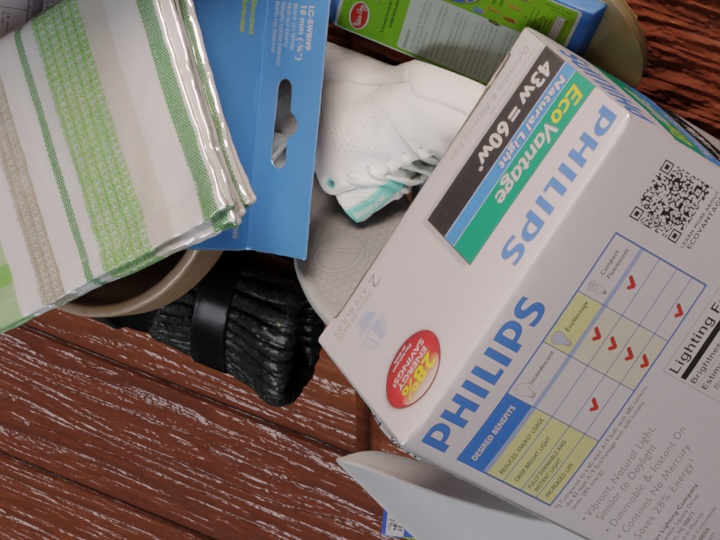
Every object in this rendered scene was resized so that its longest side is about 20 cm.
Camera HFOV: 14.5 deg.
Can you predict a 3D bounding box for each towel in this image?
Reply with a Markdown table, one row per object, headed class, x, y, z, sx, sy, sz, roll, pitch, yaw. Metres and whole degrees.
| class | x | y | z | sx | sy | sz | roll | pitch | yaw |
| --- | --- | --- | --- | --- | --- | --- | --- | --- | --- |
| towel | -0.148 | -0.062 | 1.482 | 0.200 | 0.149 | 0.031 | -25 | 166 | 37 |

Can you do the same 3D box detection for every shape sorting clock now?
| class | x | y | z | sx | sy | sz | roll | pitch | yaw |
| --- | --- | --- | --- | --- | --- | --- | --- | --- | --- |
| shape sorting clock | 0.054 | -0.144 | 1.434 | 0.200 | 0.039 | 0.200 | 20 | 162 | 7 |

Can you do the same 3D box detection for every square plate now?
| class | x | y | z | sx | sy | sz | roll | pitch | yaw |
| --- | --- | --- | --- | --- | --- | --- | --- | --- | --- |
| square plate | 0.110 | 0.164 | 1.591 | 0.200 | 0.028 | 0.198 | 13 | 156 | 40 |

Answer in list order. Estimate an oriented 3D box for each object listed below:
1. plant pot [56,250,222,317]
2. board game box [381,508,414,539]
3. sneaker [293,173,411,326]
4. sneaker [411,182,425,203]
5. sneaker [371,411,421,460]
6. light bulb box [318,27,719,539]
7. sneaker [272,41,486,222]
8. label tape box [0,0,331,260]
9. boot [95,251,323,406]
| class | x | y | z | sx | sy | sz | roll | pitch | yaw |
| --- | --- | --- | --- | --- | --- | --- | --- | --- | --- |
| plant pot | -0.124 | -0.075 | 1.614 | 0.201 | 0.201 | 0.093 | 4 | -174 | 38 |
| board game box | 0.127 | 0.156 | 1.780 | 0.134 | 0.045 | 0.200 | 4 | 175 | 39 |
| sneaker | 0.000 | 0.000 | 1.574 | 0.071 | 0.200 | 0.099 | -14 | 126 | -1 |
| sneaker | 0.066 | -0.022 | 1.623 | 0.071 | 0.073 | 0.200 | -3 | 148 | 4 |
| sneaker | 0.102 | 0.100 | 1.726 | 0.201 | 0.108 | 0.067 | 26 | 118 | 7 |
| light bulb box | 0.123 | 0.020 | 1.409 | 0.200 | 0.198 | 0.125 | 28 | -169 | -31 |
| sneaker | 0.021 | -0.066 | 1.507 | 0.075 | 0.089 | 0.200 | 25 | 174 | -40 |
| label tape box | -0.117 | -0.089 | 1.509 | 0.200 | 0.144 | 0.063 | 11 | -170 | 38 |
| boot | -0.108 | -0.002 | 1.766 | 0.158 | 0.079 | 0.211 | 25 | 164 | 21 |
